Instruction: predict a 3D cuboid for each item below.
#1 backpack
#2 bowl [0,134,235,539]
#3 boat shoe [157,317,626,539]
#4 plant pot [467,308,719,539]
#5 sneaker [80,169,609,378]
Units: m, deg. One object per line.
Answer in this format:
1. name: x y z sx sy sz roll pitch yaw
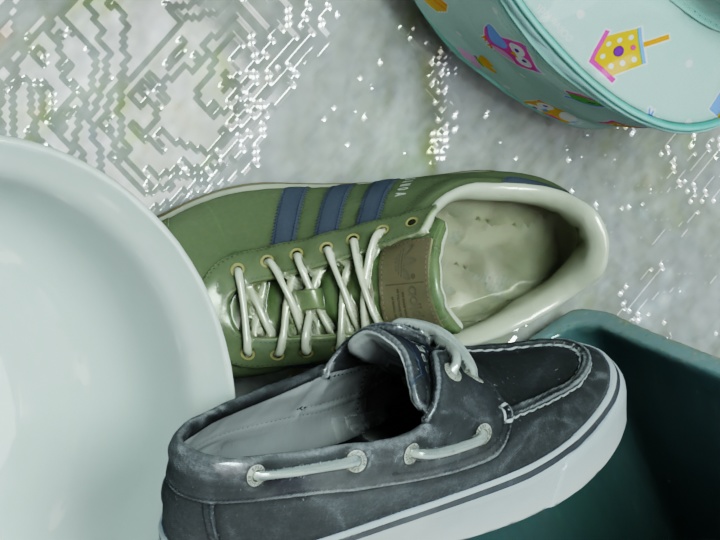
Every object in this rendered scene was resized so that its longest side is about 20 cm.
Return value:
1. backpack: 0.115 -0.150 1.008 0.176 0.153 0.200 40 84 -27
2. bowl: -0.150 0.052 0.928 0.200 0.090 0.203 -2 95 -25
3. boat shoe: 0.015 0.050 0.932 0.199 0.072 0.068 -18 122 -33
4. plant pot: 0.096 0.166 1.005 0.196 0.195 0.201 -35 118 -19
5. sneaker: 0.000 0.000 0.994 0.199 0.090 0.068 -12 100 -24
